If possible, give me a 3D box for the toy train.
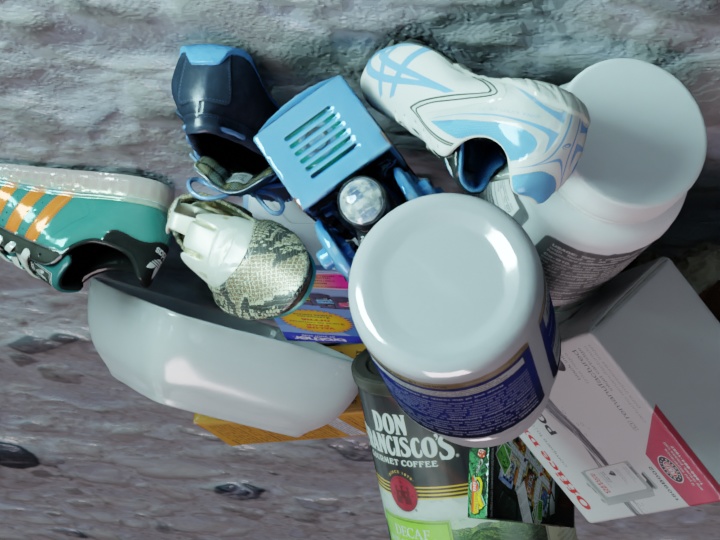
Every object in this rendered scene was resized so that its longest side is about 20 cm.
[{"bbox_3d":[0.000,-0.052,1.536,0.087,0.114,0.200,-34,171,4],"label":"toy train"}]

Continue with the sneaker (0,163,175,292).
[{"bbox_3d":[-0.235,-0.028,1.735,0.199,0.080,0.071,2,161,11],"label":"sneaker"}]

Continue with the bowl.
[{"bbox_3d":[-0.112,0.072,1.900,0.199,0.075,0.200,15,-178,-27],"label":"bowl"}]

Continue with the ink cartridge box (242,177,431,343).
[{"bbox_3d":[0.000,0.000,1.761,0.136,0.077,0.200,2,162,12],"label":"ink cartridge box"}]

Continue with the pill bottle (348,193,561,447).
[{"bbox_3d":[0.063,0.038,1.474,0.115,0.116,0.200,2,161,10],"label":"pill bottle"}]

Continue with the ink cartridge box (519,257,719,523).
[{"bbox_3d":[0.180,0.087,1.626,0.147,0.083,0.200,51,157,-5],"label":"ink cartridge box"}]

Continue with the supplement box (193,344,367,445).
[{"bbox_3d":[-0.047,0.108,2.096,0.199,0.067,0.069,-8,157,33],"label":"supplement box"}]

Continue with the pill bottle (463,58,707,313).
[{"bbox_3d":[0.137,-0.052,1.509,0.113,0.114,0.200,10,161,-11],"label":"pill bottle"}]

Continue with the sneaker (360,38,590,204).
[{"bbox_3d":[0.056,-0.088,1.427,0.072,0.073,0.200,34,173,-35],"label":"sneaker"}]

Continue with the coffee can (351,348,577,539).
[{"bbox_3d":[0.084,0.152,1.839,0.146,0.201,0.146,-11,-165,3],"label":"coffee can"}]

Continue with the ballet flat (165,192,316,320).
[{"bbox_3d":[-0.091,-0.015,1.581,0.075,0.068,0.200,30,-179,-20],"label":"ballet flat"}]

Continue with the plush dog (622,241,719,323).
[{"bbox_3d":[0.239,0.033,1.699,0.171,0.161,0.200,1,133,31],"label":"plush dog"}]

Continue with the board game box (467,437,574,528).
[{"bbox_3d":[0.119,0.083,1.745,0.023,0.201,0.105,-7,166,44],"label":"board game box"}]

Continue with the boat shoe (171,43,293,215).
[{"bbox_3d":[-0.087,-0.079,1.564,0.084,0.069,0.200,-1,160,19],"label":"boat shoe"}]
